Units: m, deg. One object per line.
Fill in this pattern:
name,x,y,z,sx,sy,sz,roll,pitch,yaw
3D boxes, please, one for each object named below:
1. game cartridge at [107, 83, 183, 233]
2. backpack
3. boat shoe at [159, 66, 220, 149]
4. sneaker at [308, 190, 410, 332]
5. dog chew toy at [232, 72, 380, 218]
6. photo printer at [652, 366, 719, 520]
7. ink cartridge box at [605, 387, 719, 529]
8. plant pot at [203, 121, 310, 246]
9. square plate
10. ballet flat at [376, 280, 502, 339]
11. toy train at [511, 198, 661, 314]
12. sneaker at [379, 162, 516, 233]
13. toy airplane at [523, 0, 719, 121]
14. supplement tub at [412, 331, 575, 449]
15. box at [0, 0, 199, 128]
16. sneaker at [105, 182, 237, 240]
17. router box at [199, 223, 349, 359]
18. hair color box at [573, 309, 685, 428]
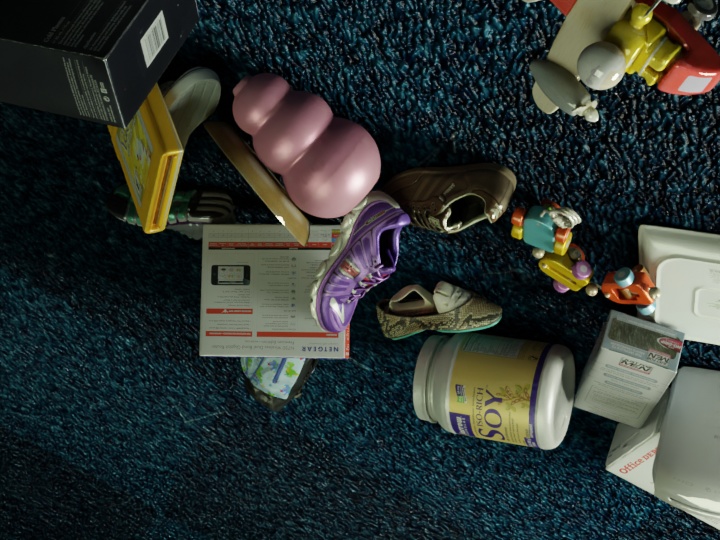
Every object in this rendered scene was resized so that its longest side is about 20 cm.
game cartridge,-0.278,-0.175,1.453,0.200,0.032,0.176,64,152,23
backpack,-0.100,0.076,1.674,0.154,0.163,0.200,34,135,-8
boat shoe,-0.239,-0.206,1.468,0.073,0.067,0.200,-7,156,-36
sneaker,0.000,0.000,1.457,0.083,0.081,0.200,36,118,26
dog chew toy,-0.071,-0.157,1.396,0.200,0.125,0.124,42,141,-11
photo printer,0.467,0.227,1.489,0.166,0.200,0.070,10,142,21
ink cartridge box,0.470,0.267,1.635,0.200,0.084,0.145,28,144,-5
plant pot,-0.124,-0.115,1.462,0.200,0.027,0.200,51,180,0
square plate,0.435,0.032,1.410,0.199,0.028,0.198,10,142,20
ballet flat,0.099,0.052,1.607,0.200,0.068,0.075,-9,117,41
toy train,0.272,-0.027,1.394,0.200,0.056,0.150,44,153,-28
sneaker,0.093,-0.082,1.425,0.200,0.076,0.070,-11,131,39
toy airplane,0.229,-0.233,1.100,0.199,0.141,0.200,-2,137,33
supplement tub,0.187,0.163,1.619,0.199,0.146,0.146,6,140,23
box,-0.310,-0.278,1.310,0.181,0.200,0.104,14,144,15
sneaker,-0.267,-0.072,1.655,0.199,0.075,0.088,8,146,21
router box,-0.114,0.028,1.564,0.199,0.180,0.049,1,175,6
hair color box,0.351,0.134,1.534,0.099,0.061,0.200,18,153,8
